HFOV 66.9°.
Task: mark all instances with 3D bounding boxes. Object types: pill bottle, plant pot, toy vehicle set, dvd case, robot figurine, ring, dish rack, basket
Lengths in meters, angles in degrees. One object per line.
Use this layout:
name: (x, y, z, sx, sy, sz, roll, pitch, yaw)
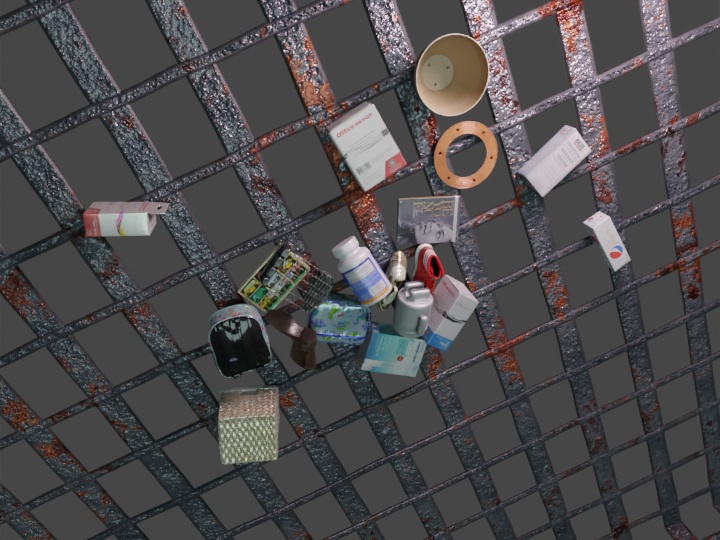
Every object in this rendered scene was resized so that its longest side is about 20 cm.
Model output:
pill bottle: (0.000, 0.000, 1.654, 0.112, 0.112, 0.200, -33, 102, 4)
plant pot: (0.227, -0.528, 1.466, 0.199, 0.135, 0.201, -4, 114, -10)
toy vehicle set: (-0.264, 0.027, 1.665, 0.124, 0.027, 0.200, 39, 101, -24)
dvd case: (0.211, -0.155, 1.692, 0.199, 0.016, 0.149, -4, 114, -10)
robot figurine: (0.163, 0.129, 1.712, 0.112, 0.170, 0.201, -4, 124, -17)
ring: (0.312, -0.344, 1.629, 0.199, 0.019, 0.201, -5, 115, -11)
dish rack: (-0.187, 0.027, 1.629, 0.200, 0.055, 0.154, 33, 104, -18)
basket: (-0.362, 0.500, 1.779, 0.197, 0.161, 0.201, -1, 112, -10)

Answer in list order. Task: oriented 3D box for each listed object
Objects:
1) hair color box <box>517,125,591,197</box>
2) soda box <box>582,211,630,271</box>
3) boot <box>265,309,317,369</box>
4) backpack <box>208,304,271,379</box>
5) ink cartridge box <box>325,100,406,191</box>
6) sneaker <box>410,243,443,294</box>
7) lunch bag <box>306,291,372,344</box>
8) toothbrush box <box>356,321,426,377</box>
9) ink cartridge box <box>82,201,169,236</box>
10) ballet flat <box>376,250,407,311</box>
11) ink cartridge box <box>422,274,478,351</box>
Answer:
hair color box: (0.593, -0.334, 1.670, 0.200, 0.061, 0.099, -44, 115, 10)
soda box: (0.824, -0.096, 1.821, 0.068, 0.064, 0.200, -36, 116, 5)
boot: (-0.219, 0.225, 1.729, 0.186, 0.064, 0.200, 30, 147, 14)
backpack: (-0.369, 0.200, 1.650, 0.177, 0.151, 0.201, -17, 123, -7)
ink cartridge box: (0.014, -0.349, 1.528, 0.146, 0.083, 0.200, -32, 116, 3)
sneaker: (0.210, 0.027, 1.713, 0.078, 0.116, 0.201, -11, 118, -7)
lunch bag: (-0.069, 0.156, 1.735, 0.199, 0.083, 0.161, 8, 114, -14)
toothbrush box: (0.104, 0.262, 1.814, 0.199, 0.085, 0.147, 11, 110, -18)
ink cartridge box: (-0.622, -0.139, 1.466, 0.199, 0.117, 0.068, -2, 113, -11)
ballet flat: (0.105, 0.040, 1.722, 0.068, 0.075, 0.201, 15, 109, -19)
ink cartridge box: (0.274, 0.136, 1.761, 0.084, 0.145, 0.200, 25, 107, -22)
